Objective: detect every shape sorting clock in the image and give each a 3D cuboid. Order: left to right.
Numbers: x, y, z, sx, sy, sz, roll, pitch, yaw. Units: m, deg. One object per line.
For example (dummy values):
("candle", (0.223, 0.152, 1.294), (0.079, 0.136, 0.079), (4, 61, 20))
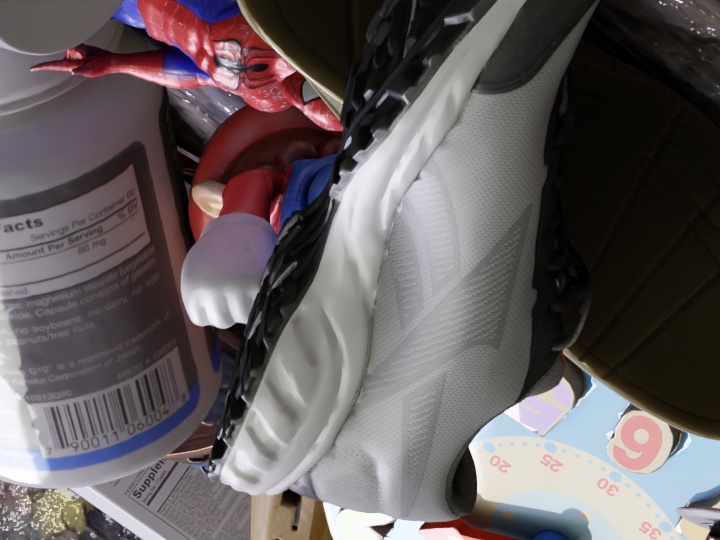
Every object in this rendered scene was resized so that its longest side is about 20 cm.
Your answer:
("shape sorting clock", (0.073, 0.104, 0.920), (0.199, 0.039, 0.200), (19, 135, 20))

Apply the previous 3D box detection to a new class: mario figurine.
("mario figurine", (0.000, 0.000, 0.863), (0.123, 0.106, 0.200), (36, 168, -17))

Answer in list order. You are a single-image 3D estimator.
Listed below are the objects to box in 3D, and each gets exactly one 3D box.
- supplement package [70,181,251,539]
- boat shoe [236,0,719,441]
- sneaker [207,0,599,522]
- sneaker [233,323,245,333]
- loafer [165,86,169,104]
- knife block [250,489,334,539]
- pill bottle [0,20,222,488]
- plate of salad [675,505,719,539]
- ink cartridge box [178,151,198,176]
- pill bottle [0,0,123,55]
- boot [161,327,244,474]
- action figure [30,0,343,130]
("supplement package", (-0.084, 0.063, 1.271), (0.200, 0.151, 0.152), (37, 170, -15))
("boat shoe", (0.044, -0.032, 0.683), (0.200, 0.073, 0.063), (38, 180, -12))
("sneaker", (0.027, -0.015, 0.613), (0.079, 0.074, 0.200), (19, 128, -6))
("sneaker", (0.012, 0.019, 1.003), (0.200, 0.076, 0.088), (17, 145, 36))
("loafer", (-0.161, -0.108, 1.007), (0.200, 0.075, 0.070), (34, -166, 2))
("knife block", (-0.023, 0.073, 1.098), (0.175, 0.064, 0.200), (23, -157, 38))
("pill bottle", (-0.121, -0.027, 0.921), (0.114, 0.114, 0.201), (26, 139, 38))
("plate of salad", (0.193, 0.107, 0.769), (0.199, 0.048, 0.200), (14, 174, 1))
("ink cartridge box", (-0.165, -0.043, 1.088), (0.116, 0.067, 0.200), (30, -167, 25))
("pill bottle", (-0.161, -0.125, 0.745), (0.200, 0.113, 0.112), (19, 163, 34))
("boot", (-0.078, 0.050, 1.088), (0.097, 0.075, 0.200), (15, 174, -42))
("action figure", (-0.077, -0.095, 0.799), (0.200, 0.052, 0.066), (29, 134, 22))
